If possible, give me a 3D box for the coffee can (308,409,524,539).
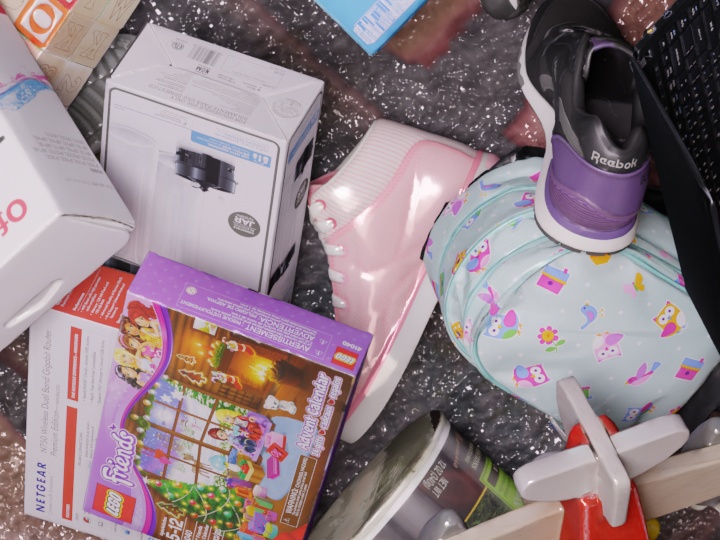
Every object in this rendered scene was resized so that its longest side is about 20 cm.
[{"bbox_3d":[0.074,0.206,1.400,0.200,0.146,0.146,42,108,-6],"label":"coffee can"}]

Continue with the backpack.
[{"bbox_3d":[0.136,0.018,1.319,0.200,0.127,0.167,30,106,-28],"label":"backpack"}]

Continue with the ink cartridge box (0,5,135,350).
[{"bbox_3d":[-0.242,-0.062,1.272,0.148,0.086,0.200,-40,69,18],"label":"ink cartridge box"}]

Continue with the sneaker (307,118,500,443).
[{"bbox_3d":[0.000,0.000,1.383,0.104,0.075,0.201,25,102,-4],"label":"sneaker"}]

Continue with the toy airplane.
[{"bbox_3d":[0.126,0.140,1.272,0.200,0.141,0.199,26,106,-29],"label":"toy airplane"}]

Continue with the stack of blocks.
[{"bbox_3d":[-0.202,-0.168,1.343,0.115,0.059,0.200,41,102,23],"label":"stack of blocks"}]

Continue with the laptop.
[{"bbox_3d":[0.211,-0.055,1.188,0.103,0.200,0.178,23,148,36],"label":"laptop"}]

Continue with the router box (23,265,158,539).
[{"bbox_3d":[-0.116,0.098,1.398,0.179,0.049,0.200,17,135,6],"label":"router box"}]

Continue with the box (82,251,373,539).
[{"bbox_3d":[-0.081,0.091,1.315,0.136,0.039,0.200,20,134,4],"label":"box"}]

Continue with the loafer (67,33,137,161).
[{"bbox_3d":[-0.191,-0.066,1.402,0.200,0.070,0.075,-42,64,8],"label":"loafer"}]

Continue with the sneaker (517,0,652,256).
[{"bbox_3d":[0.137,-0.106,1.264,0.075,0.200,0.088,7,133,-9],"label":"sneaker"}]

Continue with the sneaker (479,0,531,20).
[{"bbox_3d":[0.039,-0.234,1.313,0.080,0.074,0.200,-24,96,23],"label":"sneaker"}]

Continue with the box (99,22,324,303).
[{"bbox_3d":[-0.094,-0.038,1.345,0.116,0.060,0.200,20,136,8],"label":"box"}]

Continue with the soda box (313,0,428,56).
[{"bbox_3d":[-0.039,-0.222,1.322,0.200,0.068,0.064,45,109,-7],"label":"soda box"}]
